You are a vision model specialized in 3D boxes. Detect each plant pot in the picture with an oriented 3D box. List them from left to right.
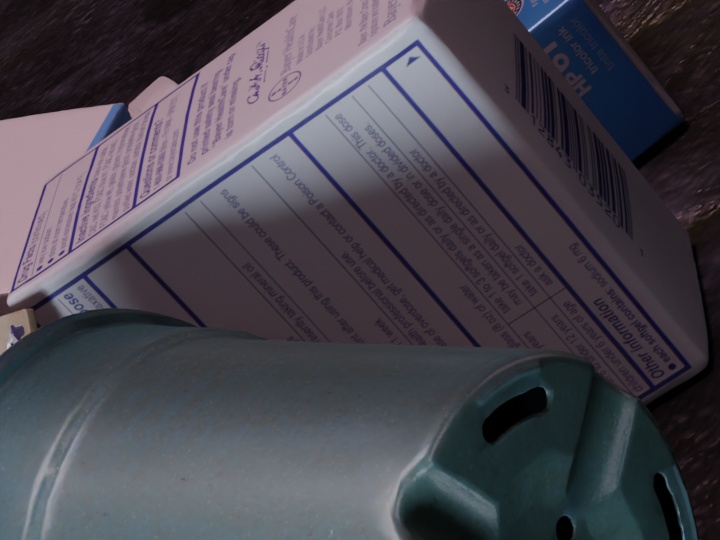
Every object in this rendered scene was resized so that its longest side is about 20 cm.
[{"bbox_3d":[-0.008,0.105,0.814,0.196,0.200,0.200,-6,41,42],"label":"plant pot"}]

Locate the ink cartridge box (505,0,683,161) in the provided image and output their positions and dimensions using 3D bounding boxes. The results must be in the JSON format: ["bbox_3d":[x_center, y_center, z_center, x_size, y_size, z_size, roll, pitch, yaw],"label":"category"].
[{"bbox_3d":[0.031,-0.057,1.152,0.200,0.085,0.145,-40,23,9],"label":"ink cartridge box"}]

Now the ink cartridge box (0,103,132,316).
[{"bbox_3d":[-0.135,0.048,1.113,0.125,0.200,0.129,-7,38,27],"label":"ink cartridge box"}]

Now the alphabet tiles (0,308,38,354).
[{"bbox_3d":[-0.175,0.082,0.981,0.006,0.167,0.200,-9,-5,-43],"label":"alphabet tiles"}]

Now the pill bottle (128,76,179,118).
[{"bbox_3d":[-0.144,-0.003,1.302,0.200,0.112,0.112,-46,23,-7],"label":"pill bottle"}]

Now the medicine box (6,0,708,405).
[{"bbox_3d":[0.000,0.000,0.972,0.200,0.182,0.103,-33,24,20],"label":"medicine box"}]
